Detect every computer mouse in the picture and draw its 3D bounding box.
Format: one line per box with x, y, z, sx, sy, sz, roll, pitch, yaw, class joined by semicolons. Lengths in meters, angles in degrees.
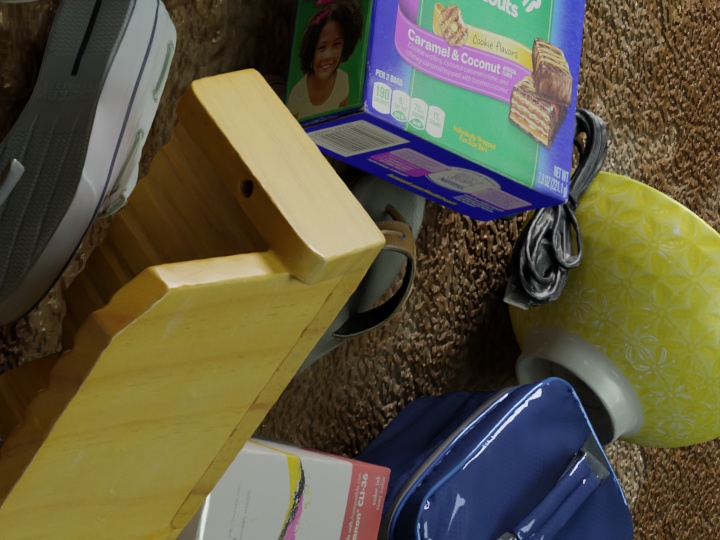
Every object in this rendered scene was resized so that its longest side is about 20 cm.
0.058;-0.077;1.560;0.200;0.053;0.139;37;59;-31;computer mouse

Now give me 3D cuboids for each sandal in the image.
0.000;0.000;1.515;0.200;0.054;0.082;-46;136;-54;sandal

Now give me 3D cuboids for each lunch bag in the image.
0.075;0.155;1.582;0.200;0.132;0.136;-43;113;-40;lunch bag

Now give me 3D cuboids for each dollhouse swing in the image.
-0.122;0.021;1.197;0.175;0.182;0.200;7;127;-47;dollhouse swing

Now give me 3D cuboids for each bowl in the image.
0.161;0.047;1.651;0.108;0.200;0.201;-46;134;-26;bowl

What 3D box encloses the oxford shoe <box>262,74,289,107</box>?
-0.061;-0.010;1.426;0.071;0.074;0.201;31;74;-52;oxford shoe

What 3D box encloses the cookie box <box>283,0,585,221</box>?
0.047;-0.150;1.474;0.171;0.075;0.201;21;68;-41;cookie box

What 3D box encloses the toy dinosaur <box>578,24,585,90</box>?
0.082;-0.148;1.615;0.200;0.060;0.107;-17;87;-55;toy dinosaur

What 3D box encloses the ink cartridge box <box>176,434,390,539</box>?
-0.089;0.117;1.387;0.200;0.116;0.068;13;88;-55;ink cartridge box

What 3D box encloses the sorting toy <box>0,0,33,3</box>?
-0.149;-0.200;1.153;0.200;0.180;0.107;42;39;-23;sorting toy

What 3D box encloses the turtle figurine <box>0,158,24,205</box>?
-0.207;0.066;1.169;0.194;0.199;0.145;55;20;-72;turtle figurine

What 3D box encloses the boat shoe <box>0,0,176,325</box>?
-0.137;-0.055;1.310;0.067;0.073;0.201;43;66;-51;boat shoe
